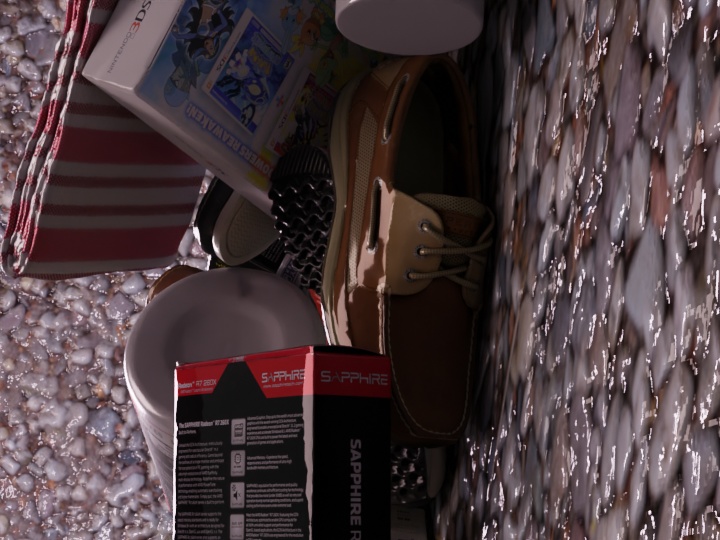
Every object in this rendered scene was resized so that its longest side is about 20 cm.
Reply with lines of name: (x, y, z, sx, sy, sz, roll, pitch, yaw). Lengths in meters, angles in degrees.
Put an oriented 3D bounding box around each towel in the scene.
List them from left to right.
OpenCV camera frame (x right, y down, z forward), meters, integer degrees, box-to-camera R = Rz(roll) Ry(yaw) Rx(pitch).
towel: (-0.118, -0.092, 1.087, 0.146, 0.030, 0.200, -2, -68, -61)

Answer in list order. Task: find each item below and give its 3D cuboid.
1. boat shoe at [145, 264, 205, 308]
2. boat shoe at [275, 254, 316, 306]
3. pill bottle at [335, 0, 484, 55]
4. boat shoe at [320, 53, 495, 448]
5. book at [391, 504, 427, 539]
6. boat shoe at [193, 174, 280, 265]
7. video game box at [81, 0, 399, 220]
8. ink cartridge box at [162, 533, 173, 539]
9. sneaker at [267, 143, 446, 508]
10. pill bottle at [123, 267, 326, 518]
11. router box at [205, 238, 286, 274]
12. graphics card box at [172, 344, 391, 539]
boat shoe: (-0.104, 0.064, 1.295, 0.068, 0.072, 0.200, 40, 158, 33)
boat shoe: (0.000, 0.000, 1.255, 0.074, 0.065, 0.200, -60, -6, 15)
pill bottle: (0.028, -0.208, 0.996, 0.111, 0.111, 0.200, 114, 161, -71)
boat shoe: (0.027, -0.016, 1.017, 0.074, 0.076, 0.200, -29, 62, 51)
book: (0.017, 0.224, 1.066, 0.200, 0.048, 0.134, -93, 11, -71)
boat shoe: (-0.054, -0.085, 1.211, 0.072, 0.068, 0.200, 78, -149, -52)
video game box: (-0.038, -0.135, 1.094, 0.200, 0.047, 0.182, 38, -106, -54)
ink cartridge box: (-0.108, 0.276, 1.196, 0.148, 0.086, 0.200, -55, -25, -53)
sneaker: (0.023, 0.022, 1.101, 0.070, 0.093, 0.200, -15, 94, 48)
pill bottle: (-0.064, 0.099, 1.207, 0.200, 0.114, 0.114, 81, -172, -53)
router box: (-0.031, -0.054, 1.318, 0.200, 0.051, 0.149, -59, -6, -25)
graphics card box: (-0.039, 0.140, 0.989, 0.125, 0.051, 0.200, -11, 76, 52)
